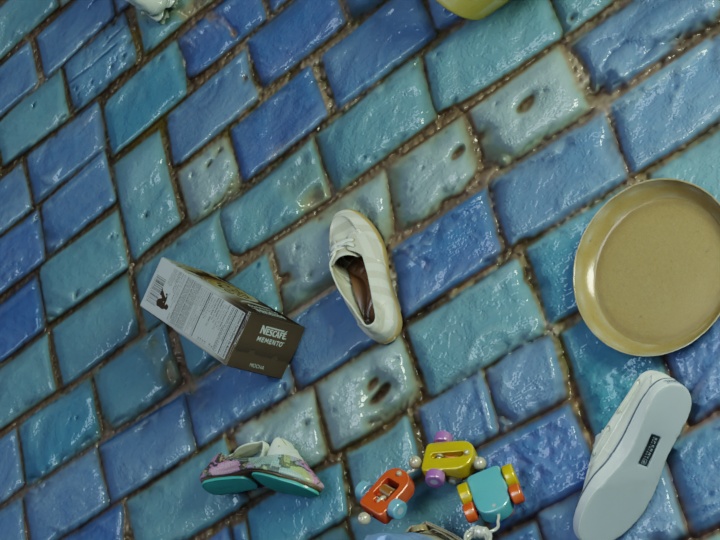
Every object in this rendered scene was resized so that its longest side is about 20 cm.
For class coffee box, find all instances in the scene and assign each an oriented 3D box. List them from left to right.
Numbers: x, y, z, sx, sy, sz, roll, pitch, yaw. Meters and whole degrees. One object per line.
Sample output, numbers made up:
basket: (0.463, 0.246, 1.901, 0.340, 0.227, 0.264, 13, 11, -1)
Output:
coffee box: (-0.187, 0.063, 1.893, 0.200, 0.113, 0.080, 29, 95, 40)

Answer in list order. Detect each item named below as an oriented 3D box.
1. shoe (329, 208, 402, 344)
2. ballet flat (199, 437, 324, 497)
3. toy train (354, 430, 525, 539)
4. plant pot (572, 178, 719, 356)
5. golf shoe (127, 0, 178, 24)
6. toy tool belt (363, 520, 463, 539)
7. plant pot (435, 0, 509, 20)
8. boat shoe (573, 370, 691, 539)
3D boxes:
shoe: (0.000, 0.000, 1.796, 0.070, 0.053, 0.201, -37, 57, 25)
ballet flat: (-0.126, 0.254, 1.823, 0.199, 0.069, 0.071, -7, 53, 38)
toy train: (0.097, 0.267, 1.611, 0.199, 0.056, 0.150, 17, 57, 42)
plant pot: (0.328, -0.002, 1.547, 0.199, 0.027, 0.201, -13, 68, 37)
golf shoe: (-0.364, -0.470, 2.209, 0.200, 0.097, 0.079, 45, 108, 40)
toy tool belt: (0.047, 0.347, 1.608, 0.199, 0.123, 0.126, 7, 81, 41)
plant pot: (0.165, -0.416, 1.709, 0.189, 0.200, 0.202, -44, 52, 40)
boat shoe: (0.281, 0.198, 1.508, 0.201, 0.071, 0.070, -65, 22, 9)
